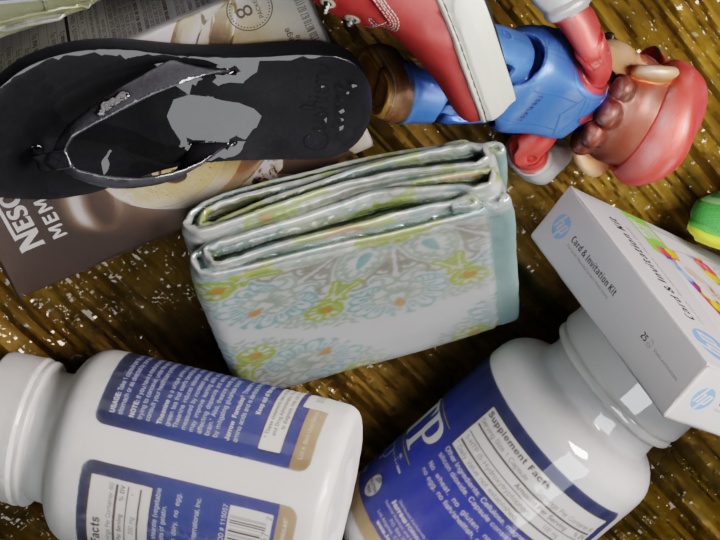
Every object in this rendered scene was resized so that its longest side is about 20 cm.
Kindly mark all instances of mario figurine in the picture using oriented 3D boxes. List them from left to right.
[{"bbox_3d":[0.094,-0.106,1.084,0.199,0.123,0.107,12,81,-31],"label":"mario figurine"}]

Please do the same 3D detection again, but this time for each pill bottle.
[{"bbox_3d":[-0.106,0.106,1.130,0.199,0.111,0.111,13,122,8],"label":"pill bottle"},{"bbox_3d":[0.095,0.110,1.189,0.200,0.120,0.120,-43,121,15],"label":"pill bottle"}]

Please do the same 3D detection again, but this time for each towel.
[{"bbox_3d":[0.000,0.000,1.105,0.170,0.048,0.200,-14,156,0],"label":"towel"}]

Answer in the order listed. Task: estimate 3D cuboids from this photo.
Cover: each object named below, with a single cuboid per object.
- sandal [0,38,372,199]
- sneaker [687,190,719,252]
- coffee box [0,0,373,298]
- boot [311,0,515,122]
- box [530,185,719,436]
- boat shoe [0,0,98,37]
[{"bbox_3d":[-0.092,-0.074,0.987,0.199,0.043,0.076,-10,122,-6],"label":"sandal"},{"bbox_3d":[0.277,-0.060,1.168,0.199,0.074,0.084,-17,101,1],"label":"sneaker"},{"bbox_3d":[-0.110,-0.084,1.051,0.199,0.080,0.113,-23,125,3],"label":"coffee box"},{"bbox_3d":[-0.024,-0.132,0.946,0.144,0.072,0.200,-28,115,7],"label":"boot"},{"bbox_3d":[0.202,0.041,1.130,0.200,0.156,0.041,21,116,-38],"label":"box"},{"bbox_3d":[-0.166,-0.151,1.014,0.199,0.072,0.062,-10,148,-1],"label":"boat shoe"}]
